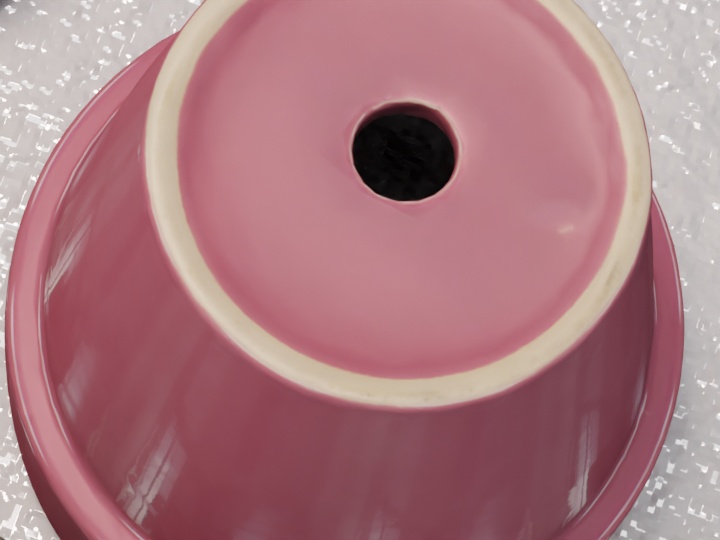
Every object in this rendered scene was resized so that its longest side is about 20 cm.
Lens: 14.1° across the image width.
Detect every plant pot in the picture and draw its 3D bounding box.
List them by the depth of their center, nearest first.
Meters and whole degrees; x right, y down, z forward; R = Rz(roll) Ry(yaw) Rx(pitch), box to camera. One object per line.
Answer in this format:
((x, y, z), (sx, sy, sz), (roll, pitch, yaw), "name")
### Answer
((0.000, 0.000, 0.795), (0.199, 0.179, 0.201), (2, 72, -5), "plant pot")

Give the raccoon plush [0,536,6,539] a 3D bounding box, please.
((-0.107, 0.073, 0.789), (0.199, 0.097, 0.135), (16, 67, -32), "raccoon plush")
